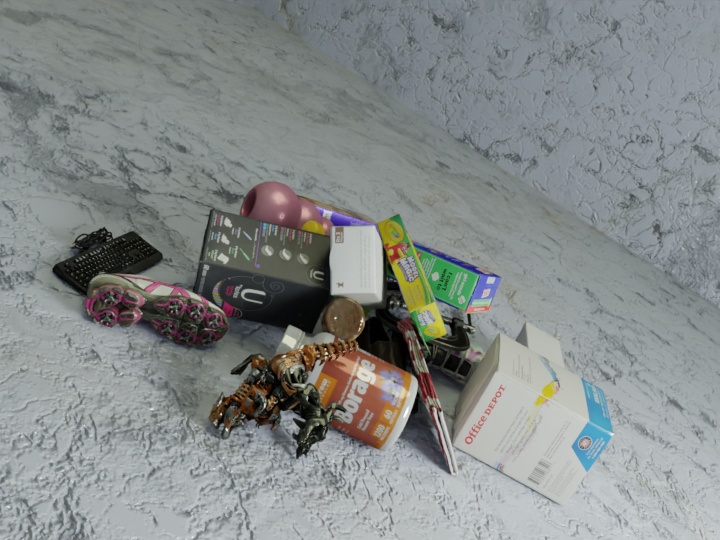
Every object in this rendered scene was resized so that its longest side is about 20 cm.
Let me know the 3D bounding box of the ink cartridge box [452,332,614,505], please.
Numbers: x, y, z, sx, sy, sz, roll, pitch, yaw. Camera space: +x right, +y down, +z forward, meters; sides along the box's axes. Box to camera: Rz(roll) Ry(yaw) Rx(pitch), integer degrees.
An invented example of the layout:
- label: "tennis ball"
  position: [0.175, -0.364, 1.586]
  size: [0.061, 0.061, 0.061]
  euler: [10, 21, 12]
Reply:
- label: "ink cartridge box"
  position: [0.264, 0.227, 1.164]
  size: [0.197, 0.149, 0.145]
  euler: [29, 23, 1]

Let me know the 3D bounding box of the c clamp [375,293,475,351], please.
- label: "c clamp"
  position: [0.114, 0.087, 1.288]
  size: [0.196, 0.028, 0.172]
  euler: [17, 23, -11]

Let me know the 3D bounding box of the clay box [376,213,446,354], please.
- label: "clay box"
  position: [0.086, 0.024, 1.190]
  size: [0.115, 0.047, 0.203]
  euler: [61, 7, -58]

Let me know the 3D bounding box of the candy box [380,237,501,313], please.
- label: "candy box"
  position: [0.140, 0.006, 1.354]
  size: [0.197, 0.079, 0.168]
  euler: [23, 6, 23]

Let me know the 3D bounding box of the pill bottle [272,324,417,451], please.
- label: "pill bottle"
  position: [-0.029, 0.157, 1.027]
  size: [0.197, 0.114, 0.113]
  euler: [26, 22, -3]

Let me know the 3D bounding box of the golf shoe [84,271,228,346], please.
- label: "golf shoe"
  position: [-0.278, 0.043, 1.035]
  size: [0.196, 0.074, 0.093]
  euler: [18, 23, -22]

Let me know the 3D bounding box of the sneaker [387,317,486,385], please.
- label: "sneaker"
  position: [0.128, 0.150, 1.279]
  size: [0.198, 0.079, 0.139]
  euler: [31, 23, 33]

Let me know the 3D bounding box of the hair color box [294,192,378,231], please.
- label: "hair color box"
  position: [-0.055, -0.102, 1.576]
  size: [0.197, 0.066, 0.109]
  euler: [13, 12, -29]

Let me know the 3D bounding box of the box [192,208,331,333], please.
- label: "box"
  position: [-0.148, 0.004, 1.133]
  size: [0.196, 0.123, 0.108]
  euler: [12, 50, -12]

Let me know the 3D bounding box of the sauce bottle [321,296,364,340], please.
- label: "sauce bottle"
  position: [-0.029, 0.081, 1.146]
  size: [0.065, 0.067, 0.200]
  euler: [27, -8, -1]

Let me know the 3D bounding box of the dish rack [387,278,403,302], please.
- label: "dish rack"
  position: [0.022, 0.003, 1.483]
  size: [0.151, 0.055, 0.200]
  euler: [5, 31, -44]

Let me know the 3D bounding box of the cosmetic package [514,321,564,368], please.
- label: "cosmetic package"
  position: [0.304, 0.193, 1.331]
  size: [0.080, 0.114, 0.200]
  euler: [28, 25, 0]

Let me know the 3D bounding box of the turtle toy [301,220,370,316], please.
- label: "turtle toy"
  position: [-0.043, 0.008, 1.329]
  size: [0.200, 0.102, 0.145]
  euler: [42, 4, 36]

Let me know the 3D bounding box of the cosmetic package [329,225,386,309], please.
- label: "cosmetic package"
  position: [0.000, 0.000, 1.155]
  size: [0.072, 0.104, 0.200]
  euler: [-1, -8, 5]

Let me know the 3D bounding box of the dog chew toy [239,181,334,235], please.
- label: "dog chew toy"
  position: [-0.131, -0.088, 1.427]
  size: [0.198, 0.126, 0.125]
  euler: [24, 21, -31]

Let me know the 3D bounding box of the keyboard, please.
- label: "keyboard"
  position: [-0.380, -0.029, 1.116]
  size: [0.103, 0.040, 0.200]
  euler: [31, 22, 5]

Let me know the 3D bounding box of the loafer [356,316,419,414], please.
- label: "loafer"
  position: [0.037, 0.145, 1.178]
  size: [0.072, 0.072, 0.201]
  euler: [10, 29, -36]

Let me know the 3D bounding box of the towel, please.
- label: "towel"
  position: [0.099, 0.184, 1.106]
  size: [0.022, 0.146, 0.201]
  euler: [-18, 37, 1]

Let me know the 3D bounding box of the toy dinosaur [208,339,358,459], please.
- label: "toy dinosaur"
  position: [-0.088, 0.149, 0.927]
  size: [0.137, 0.199, 0.102]
  euler: [52, 3, 18]
